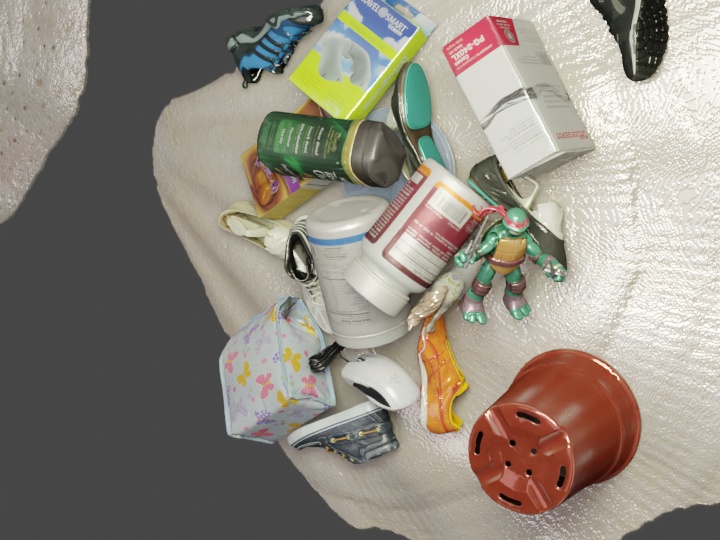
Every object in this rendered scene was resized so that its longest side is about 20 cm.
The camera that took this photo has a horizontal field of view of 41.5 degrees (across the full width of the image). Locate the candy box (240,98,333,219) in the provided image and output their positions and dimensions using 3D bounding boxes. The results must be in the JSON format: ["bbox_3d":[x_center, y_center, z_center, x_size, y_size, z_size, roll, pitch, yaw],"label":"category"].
[{"bbox_3d":[-0.099,-0.176,1.500,0.200,0.056,0.117,-31,70,38],"label":"candy box"}]

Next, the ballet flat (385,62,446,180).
[{"bbox_3d":[0.072,-0.195,1.367,0.068,0.068,0.201,-11,92,43],"label":"ballet flat"}]

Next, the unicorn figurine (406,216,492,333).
[{"bbox_3d":[0.141,0.007,1.365,0.074,0.200,0.138,28,133,2],"label":"unicorn figurine"}]

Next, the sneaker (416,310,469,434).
[{"bbox_3d":[0.125,0.148,1.440,0.077,0.073,0.201,-2,103,13],"label":"sneaker"}]

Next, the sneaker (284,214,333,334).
[{"bbox_3d":[-0.079,0.023,1.490,0.075,0.115,0.201,-12,106,19],"label":"sneaker"}]

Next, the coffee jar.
[{"bbox_3d":[-0.041,-0.171,1.349,0.199,0.104,0.086,10,81,28],"label":"coffee jar"}]

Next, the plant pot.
[{"bbox_3d":[0.252,0.224,1.283,0.200,0.195,0.202,6,102,32],"label":"plant pot"}]

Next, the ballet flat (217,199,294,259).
[{"bbox_3d":[-0.155,-0.058,1.574,0.200,0.069,0.070,25,111,27],"label":"ballet flat"}]

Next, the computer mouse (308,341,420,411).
[{"bbox_3d":[0.012,0.147,1.453,0.200,0.110,0.044,26,137,42],"label":"computer mouse"}]

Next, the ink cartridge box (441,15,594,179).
[{"bbox_3d":[0.211,-0.226,1.256,0.083,0.145,0.201,-29,82,33],"label":"ink cartridge box"}]

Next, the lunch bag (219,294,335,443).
[{"bbox_3d":[-0.139,0.159,1.568,0.169,0.127,0.201,-36,54,33],"label":"lunch bag"}]

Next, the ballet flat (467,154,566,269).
[{"bbox_3d":[0.231,-0.084,1.312,0.068,0.068,0.200,-45,75,16],"label":"ballet flat"}]

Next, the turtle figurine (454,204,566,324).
[{"bbox_3d":[0.195,-0.013,1.250,0.149,0.101,0.200,7,138,1],"label":"turtle figurine"}]

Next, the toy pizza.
[{"bbox_3d":[0.057,-0.148,1.440,0.200,0.032,0.201,6,101,31],"label":"toy pizza"}]

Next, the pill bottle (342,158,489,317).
[{"bbox_3d":[0.073,-0.042,1.296,0.114,0.114,0.200,41,97,20],"label":"pill bottle"}]

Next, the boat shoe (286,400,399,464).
[{"bbox_3d":[-0.032,0.279,1.551,0.200,0.071,0.091,-27,80,32],"label":"boat shoe"}]

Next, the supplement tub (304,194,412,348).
[{"bbox_3d":[0.000,0.000,1.419,0.132,0.132,0.201,1,116,33],"label":"supplement tub"}]

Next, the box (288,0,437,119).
[{"bbox_3d":[0.003,-0.319,1.394,0.122,0.048,0.200,42,97,20],"label":"box"}]

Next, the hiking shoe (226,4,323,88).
[{"bbox_3d":[-0.124,-0.359,1.504,0.200,0.074,0.087,-13,99,44],"label":"hiking shoe"}]

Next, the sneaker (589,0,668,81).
[{"bbox_3d":[0.336,-0.340,1.212,0.087,0.076,0.201,2,97,48],"label":"sneaker"}]
